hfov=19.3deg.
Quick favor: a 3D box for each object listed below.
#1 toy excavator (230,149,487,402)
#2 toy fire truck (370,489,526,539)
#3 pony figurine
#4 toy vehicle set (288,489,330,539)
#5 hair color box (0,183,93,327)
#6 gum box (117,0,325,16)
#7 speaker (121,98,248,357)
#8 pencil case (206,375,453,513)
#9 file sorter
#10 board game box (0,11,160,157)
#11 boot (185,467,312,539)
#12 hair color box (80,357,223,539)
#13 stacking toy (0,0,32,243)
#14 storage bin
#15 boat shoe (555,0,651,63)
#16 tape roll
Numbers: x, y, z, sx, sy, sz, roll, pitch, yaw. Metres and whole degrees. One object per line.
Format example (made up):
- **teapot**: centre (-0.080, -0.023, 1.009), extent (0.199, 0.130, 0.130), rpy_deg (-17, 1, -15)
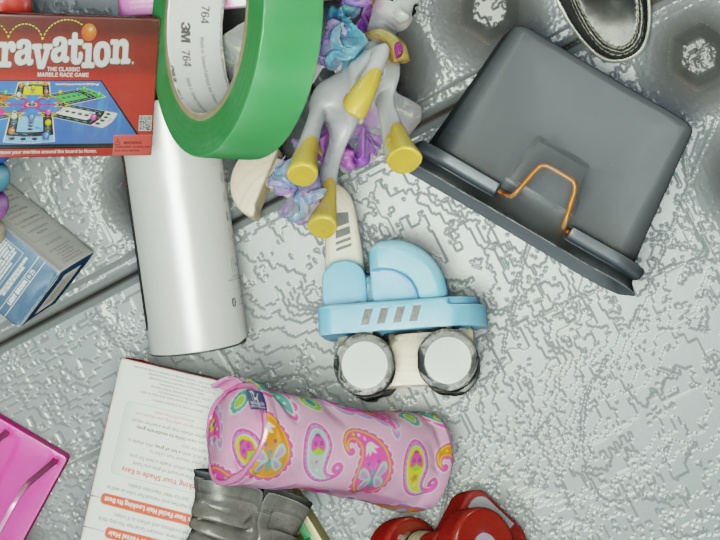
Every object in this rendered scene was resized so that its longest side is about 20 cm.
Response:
- **toy excavator**: centre (0.000, 0.000, 1.648), extent (0.193, 0.100, 0.202), rpy_deg (-3, 83, 5)
- **toy fire truck**: centre (0.079, 0.282, 1.640), extent (0.168, 0.112, 0.201), rpy_deg (46, 55, -22)
- **pony figurine**: centre (-0.011, -0.126, 1.557), extent (0.166, 0.201, 0.193), rpy_deg (30, 137, -22)
- **toy vehicle set**: centre (-0.057, 0.284, 1.710), extent (0.124, 0.027, 0.201), rpy_deg (-31, 93, 8)
- **hair color box**: centre (-0.314, -0.048, 1.661), extent (0.200, 0.100, 0.061), rpy_deg (40, 102, 0)
- **gum box**: centre (-0.089, -0.259, 1.629), extent (0.198, 0.066, 0.114), rpy_deg (-4, 98, 6)
- **speaker**: centre (-0.139, -0.038, 1.655), extent (0.081, 0.081, 0.202), rpy_deg (-7, 96, 7)
- **pencil case**: centre (-0.025, 0.132, 1.611), extent (0.199, 0.087, 0.088), rpy_deg (14, 100, -36)
- **file sorter**: centre (-0.360, 0.167, 1.678), extent (0.199, 0.125, 0.140), rpy_deg (30, 98, 2)
- **board game box**: centre (-0.237, -0.133, 1.523), extent (0.199, 0.019, 0.104), rpy_deg (-3, 103, -35)
- **boot**: centre (-0.061, 0.235, 1.633), extent (0.200, 0.070, 0.132), rpy_deg (31, 73, -39)
- **hair color box**: centre (-0.153, 0.179, 1.671), extent (0.110, 0.064, 0.201), rpy_deg (13, 87, 10)
- **stacking toy**: centre (-0.284, -0.121, 1.550), extent (0.085, 0.085, 0.201), rpy_deg (14, 100, 4)
- **storage bin**: centre (0.148, -0.089, 1.593), extent (0.199, 0.146, 0.135), rpy_deg (29, 89, -2)
- **boat shoe**: centre (0.173, -0.255, 1.607), extent (0.073, 0.060, 0.201), rpy_deg (-13, 95, 6)
- **tape roll**: centre (-0.091, -0.180, 1.511), extent (0.048, 0.200, 0.202), rpy_deg (1, 98, -28)
